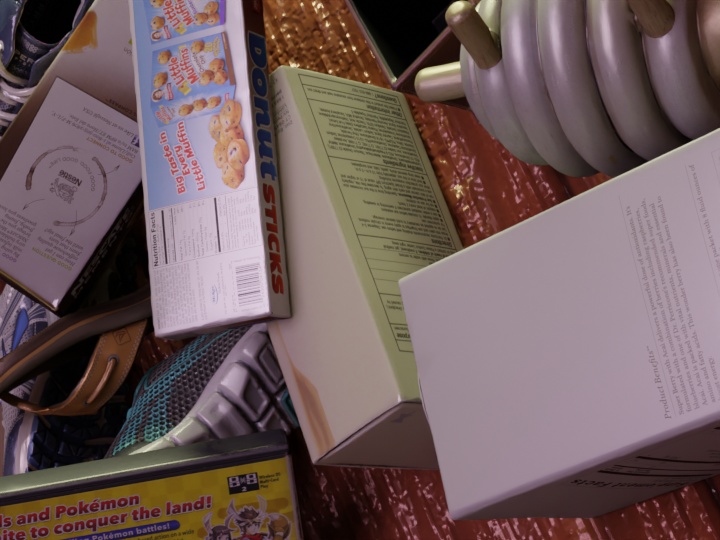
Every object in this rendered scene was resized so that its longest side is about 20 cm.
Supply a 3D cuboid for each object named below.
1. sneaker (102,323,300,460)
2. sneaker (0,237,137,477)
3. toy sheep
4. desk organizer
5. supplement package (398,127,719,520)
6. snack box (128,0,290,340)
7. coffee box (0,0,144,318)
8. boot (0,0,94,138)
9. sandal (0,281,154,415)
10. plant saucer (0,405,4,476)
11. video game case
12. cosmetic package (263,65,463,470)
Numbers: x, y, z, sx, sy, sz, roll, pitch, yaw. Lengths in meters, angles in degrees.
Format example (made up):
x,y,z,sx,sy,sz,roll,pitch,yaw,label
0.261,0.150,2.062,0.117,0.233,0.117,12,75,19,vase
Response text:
x,y,z,sx,sy,sz,roll,pitch,yaw,label
-0.102,0.096,1.161,0.200,0.078,0.091,-44,30,-23,sneaker
-0.189,0.057,1.268,0.085,0.077,0.201,-10,61,34,sneaker
0.112,-0.107,0.997,0.199,0.138,0.139,-3,81,34,toy sheep
0.022,-0.183,1.124,0.072,0.077,0.201,-44,58,28,desk organizer
0.137,0.030,0.963,0.199,0.119,0.122,-25,69,36,supplement package
-0.080,-0.068,1.087,0.072,0.024,0.201,-12,77,28,snack box
-0.143,-0.077,1.179,0.080,0.114,0.201,33,83,1,coffee box
-0.209,-0.107,1.218,0.201,0.072,0.090,-68,14,-4,boot
-0.144,0.048,1.182,0.054,0.199,0.080,63,159,4,sandal
-0.239,0.152,1.339,0.199,0.029,0.201,-8,77,41,plant saucer
-0.123,0.185,1.100,0.026,0.199,0.182,-115,17,-70,video game case
0.000,0.000,1.101,0.071,0.105,0.201,-37,60,33,cosmetic package
